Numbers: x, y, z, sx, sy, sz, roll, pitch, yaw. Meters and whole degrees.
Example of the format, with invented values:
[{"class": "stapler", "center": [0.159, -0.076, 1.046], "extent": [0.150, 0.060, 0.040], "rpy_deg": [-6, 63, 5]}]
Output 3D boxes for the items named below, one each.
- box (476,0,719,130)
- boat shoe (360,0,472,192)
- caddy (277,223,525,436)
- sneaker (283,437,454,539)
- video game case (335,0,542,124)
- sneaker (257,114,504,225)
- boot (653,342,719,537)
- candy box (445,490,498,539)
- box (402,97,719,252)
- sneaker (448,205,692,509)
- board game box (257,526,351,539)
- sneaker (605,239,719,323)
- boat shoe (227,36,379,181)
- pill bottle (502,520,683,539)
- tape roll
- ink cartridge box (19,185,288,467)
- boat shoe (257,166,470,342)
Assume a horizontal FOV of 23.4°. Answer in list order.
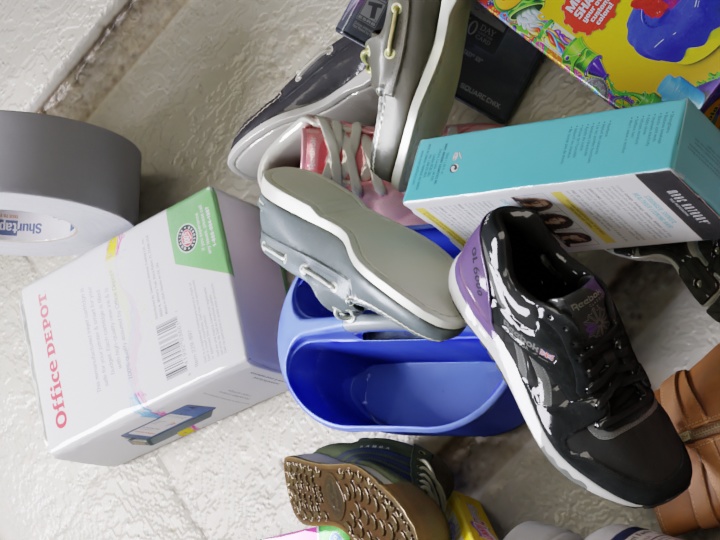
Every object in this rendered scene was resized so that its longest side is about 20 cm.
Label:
[{"class": "box", "center": [0.217, -0.191, 1.117], "extent": [0.193, 0.122, 0.200], "rpy_deg": [43, 103, 34]}, {"class": "boat shoe", "center": [0.036, -0.154, 1.163], "extent": [0.060, 0.072, 0.203], "rpy_deg": [19, 109, 15]}, {"class": "caddy", "center": [0.036, 0.042, 1.188], "extent": [0.199, 0.105, 0.142], "rpy_deg": [-3, 77, 33]}, {"class": "sneaker", "center": [0.027, 0.145, 1.146], "extent": [0.200, 0.089, 0.068], "rpy_deg": [10, 111, 63]}, {"class": "video game case", "center": [0.089, -0.221, 1.205], "extent": [0.201, 0.142, 0.019], "rpy_deg": [-61, 23, 6]}, {"class": "sneaker", "center": [0.017, -0.070, 1.232], "extent": [0.199, 0.105, 0.076], "rpy_deg": [-6, 73, 31]}, {"class": "boot", "center": [0.247, 0.128, 1.039], "extent": [0.155, 0.077, 0.201], "rpy_deg": [-28, 60, 21]}, {"class": "candy box", "center": [0.054, 0.204, 1.097], "extent": [0.026, 0.200, 0.103], "rpy_deg": [25, 91, -2]}, {"class": "box", "center": [0.128, -0.052, 1.054], "extent": [0.199, 0.082, 0.049], "rpy_deg": [-5, 60, 42]}, {"class": "sneaker", "center": [0.127, 0.051, 1.028], "extent": [0.076, 0.088, 0.200], "rpy_deg": [-33, 75, -24]}, {"class": "board game box", "center": [-0.072, 0.272, 1.244], "extent": [0.199, 0.040, 0.154], "rpy_deg": [-18, 69, 29]}, {"class": "sneaker", "center": [0.235, -0.019, 1.075], "extent": [0.200, 0.090, 0.079], "rpy_deg": [39, 118, 45]}, {"class": "boat shoe", "center": [-0.020, -0.132, 1.290], "extent": [0.200, 0.074, 0.061], "rpy_deg": [-32, 52, 32]}, {"class": "pill bottle", "center": [0.177, 0.219, 1.042], "extent": [0.199, 0.120, 0.120], "rpy_deg": [12, 85, 36]}, {"class": "tape roll", "center": [-0.273, -0.065, 1.365], "extent": [0.199, 0.200, 0.067], "rpy_deg": [-8, 74, 32]}, {"class": "ink cartridge box", "center": [-0.153, 0.047, 1.327], "extent": [0.199, 0.087, 0.146], "rpy_deg": [-25, 65, 25]}, {"class": "boat shoe", "center": [0.000, 0.000, 1.146], "extent": [0.200, 0.073, 0.062], "rpy_deg": [37, 123, 38]}]
